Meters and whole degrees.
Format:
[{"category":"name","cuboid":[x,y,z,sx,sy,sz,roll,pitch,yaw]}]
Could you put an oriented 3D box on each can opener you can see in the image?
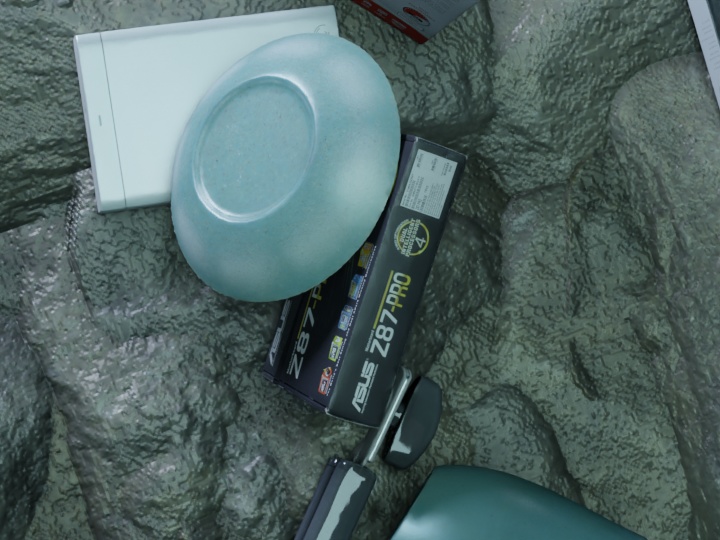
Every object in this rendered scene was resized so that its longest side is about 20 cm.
[{"category":"can opener","cuboid":[0.000,0.164,1.461,0.066,0.053,0.201,30,81,-10]}]

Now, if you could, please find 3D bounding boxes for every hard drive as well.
[{"category":"hard drive","cuboid":[-0.107,-0.122,1.470,0.199,0.027,0.133,-8,88,-13]}]

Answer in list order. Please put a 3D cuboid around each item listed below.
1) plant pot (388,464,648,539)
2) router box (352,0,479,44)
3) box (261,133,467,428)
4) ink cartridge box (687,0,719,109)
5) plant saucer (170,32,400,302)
[{"category":"plant pot","cuboid":[0.088,0.235,1.410,0.160,0.201,0.201,32,80,5]},{"category":"router box","cuboid":[-0.005,-0.253,1.424,0.199,0.179,0.049,31,80,-8]},{"category":"box","cuboid":[0.000,0.000,1.403,0.049,0.161,0.201,17,91,-19]},{"category":"ink cartridge box","cuboid":[0.324,-0.185,1.565,0.099,0.039,0.201,-17,91,-14]},{"category":"plant saucer","cuboid":[-0.065,-0.079,1.375,0.039,0.200,0.202,25,78,-53]}]
